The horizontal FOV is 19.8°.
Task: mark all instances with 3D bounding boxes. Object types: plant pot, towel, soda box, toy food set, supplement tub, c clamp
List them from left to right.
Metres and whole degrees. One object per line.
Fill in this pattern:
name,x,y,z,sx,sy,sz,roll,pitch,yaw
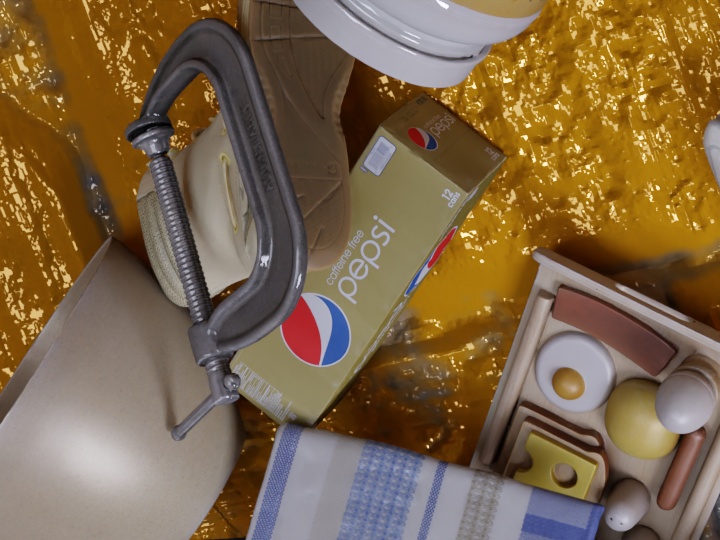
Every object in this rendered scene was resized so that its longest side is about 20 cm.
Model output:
plant pot,-0.149,0.100,1.233,0.134,0.201,0.201,34,122,-10
c clamp,-0.087,-0.026,1.110,0.171,0.027,0.202,-31,68,52
soda box,0.000,0.000,1.181,0.064,0.068,0.201,38,121,6
towel,0.025,0.177,1.159,0.198,0.024,0.148,13,82,15
supplement tub,0.057,-0.205,1.025,0.144,0.144,0.200,40,122,5
toy food set,0.134,0.099,1.160,0.143,0.060,0.201,26,121,14

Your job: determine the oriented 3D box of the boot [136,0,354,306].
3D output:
boot,-0.068,-0.086,1.169,0.155,0.072,0.202,-18,72,55

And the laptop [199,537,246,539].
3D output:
laptop,-0.008,0.234,1.191,0.199,0.103,0.179,-17,71,46

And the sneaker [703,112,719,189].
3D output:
sneaker,0.259,-0.080,1.027,0.199,0.075,0.082,-29,88,31
